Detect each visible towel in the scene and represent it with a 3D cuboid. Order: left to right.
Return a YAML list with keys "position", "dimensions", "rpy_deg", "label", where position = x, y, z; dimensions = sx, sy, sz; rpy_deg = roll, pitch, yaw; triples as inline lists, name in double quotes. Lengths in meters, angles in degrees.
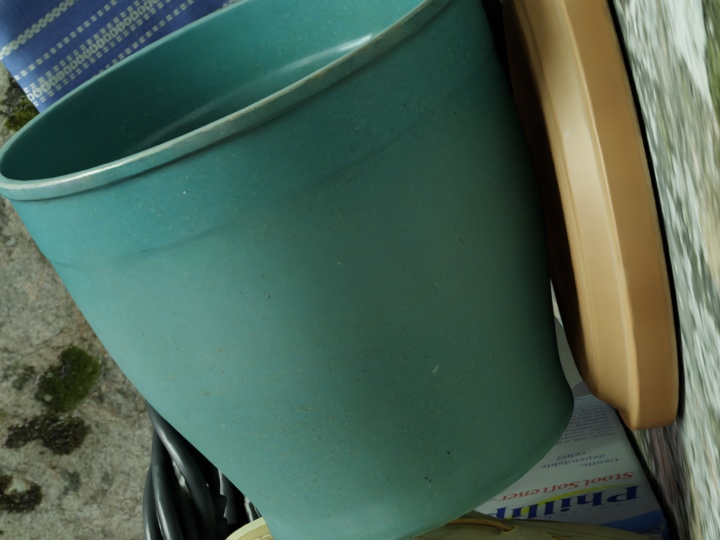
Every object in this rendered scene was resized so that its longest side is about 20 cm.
- position: [-0.055, -0.078, 1.024]
  dimensions: [0.200, 0.145, 0.024]
  rpy_deg: [53, 163, -11]
  label: "towel"

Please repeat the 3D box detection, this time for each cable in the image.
- position: [-0.058, 0.116, 1.058]
  dimensions: [0.163, 0.051, 0.200]
  rpy_deg: [68, -162, -64]
  label: "cable"

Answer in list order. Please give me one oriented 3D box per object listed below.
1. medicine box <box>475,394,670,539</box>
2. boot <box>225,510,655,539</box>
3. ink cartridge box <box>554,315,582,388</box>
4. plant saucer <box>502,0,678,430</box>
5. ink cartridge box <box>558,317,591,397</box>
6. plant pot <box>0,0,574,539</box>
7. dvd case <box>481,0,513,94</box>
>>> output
- position: [0.095, 0.177, 1.128]
  dimensions: [0.200, 0.103, 0.182]
  rpy_deg: [-101, -1, -76]
  label: "medicine box"
- position: [0.040, 0.140, 0.932]
  dimensions: [0.155, 0.200, 0.073]
  rpy_deg: [-107, 23, -82]
  label: "boot"
- position: [0.000, 0.000, 1.093]
  dimensions: [0.200, 0.117, 0.067]
  rpy_deg: [55, 162, -12]
  label: "ink cartridge box"
- position: [0.085, -0.036, 0.931]
  dimensions: [0.200, 0.032, 0.201]
  rpy_deg: [-13, -90, -89]
  label: "plant saucer"
- position: [0.108, 0.143, 1.361]
  dimensions: [0.115, 0.068, 0.200]
  rpy_deg: [-100, -2, -63]
  label: "ink cartridge box"
- position: [-0.012, -0.001, 0.939]
  dimensions: [0.200, 0.200, 0.188]
  rpy_deg: [-100, -15, -72]
  label: "plant pot"
- position: [0.027, -0.093, 1.068]
  dimensions: [0.143, 0.018, 0.200]
  rpy_deg: [30, 152, 46]
  label: "dvd case"
